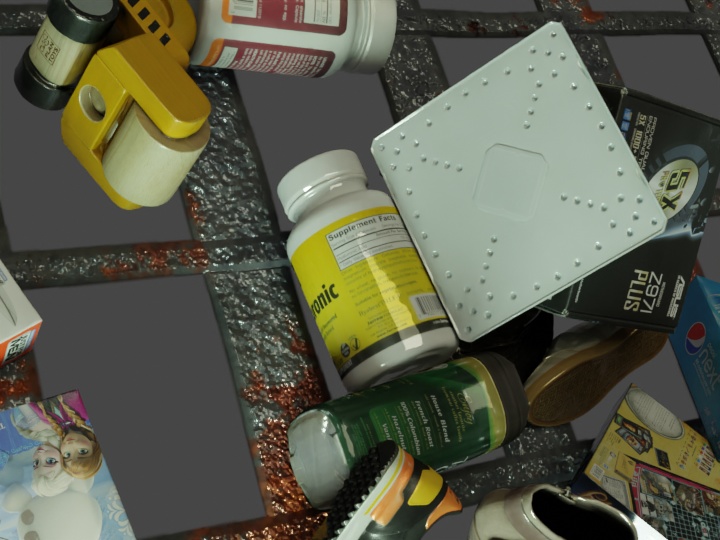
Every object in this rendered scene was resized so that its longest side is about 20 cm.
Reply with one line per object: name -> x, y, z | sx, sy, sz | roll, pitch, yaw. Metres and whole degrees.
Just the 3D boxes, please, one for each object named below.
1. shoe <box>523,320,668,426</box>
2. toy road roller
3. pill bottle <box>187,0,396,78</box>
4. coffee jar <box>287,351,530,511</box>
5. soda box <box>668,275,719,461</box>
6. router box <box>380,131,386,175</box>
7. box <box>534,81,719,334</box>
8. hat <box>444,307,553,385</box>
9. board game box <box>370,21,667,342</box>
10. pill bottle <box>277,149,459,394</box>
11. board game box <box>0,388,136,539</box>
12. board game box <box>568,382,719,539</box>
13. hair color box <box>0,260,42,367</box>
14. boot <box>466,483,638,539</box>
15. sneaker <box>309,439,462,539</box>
shoe -> 0.218, 0.089, 1.152 | 0.198, 0.071, 0.053 | -25, 36, -31
toy road roller -> -0.192, -0.170, 1.042 | 0.201, 0.123, 0.145 | 51, 43, 7
pill bottle -> -0.072, -0.247, 1.144 | 0.197, 0.114, 0.116 | 2, 63, -26
coffee jar -> 0.044, 0.133, 1.004 | 0.197, 0.104, 0.087 | -15, 79, -31
soda box -> 0.365, 0.099, 1.165 | 0.063, 0.068, 0.202 | 16, 36, -17
router box -> 0.139, -0.099, 1.158 | 0.197, 0.052, 0.149 | -13, 34, -32
box -> 0.233, -0.056, 1.075 | 0.162, 0.086, 0.203 | 9, 98, -39
hat -> 0.113, 0.016, 1.116 | 0.197, 0.081, 0.204 | 11, 61, -20
board game box -> 0.130, -0.073, 1.005 | 0.026, 0.198, 0.202 | 11, 51, -65
pill bottle -> 0.000, 0.000, 1.049 | 0.110, 0.111, 0.202 | -13, 70, -31
board game box -> -0.262, 0.209, 0.847 | 0.198, 0.043, 0.201 | -17, 74, -33
board game box -> 0.265, 0.189, 1.050 | 0.135, 0.035, 0.200 | 38, 28, 10
hair color box -> -0.351, 0.051, 0.875 | 0.199, 0.064, 0.111 | -32, 80, -34
boot -> 0.177, 0.228, 0.938 | 0.197, 0.146, 0.071 | 19, 59, -12
sneaker -> -0.001, 0.231, 0.896 | 0.089, 0.070, 0.201 | 33, 97, -12
